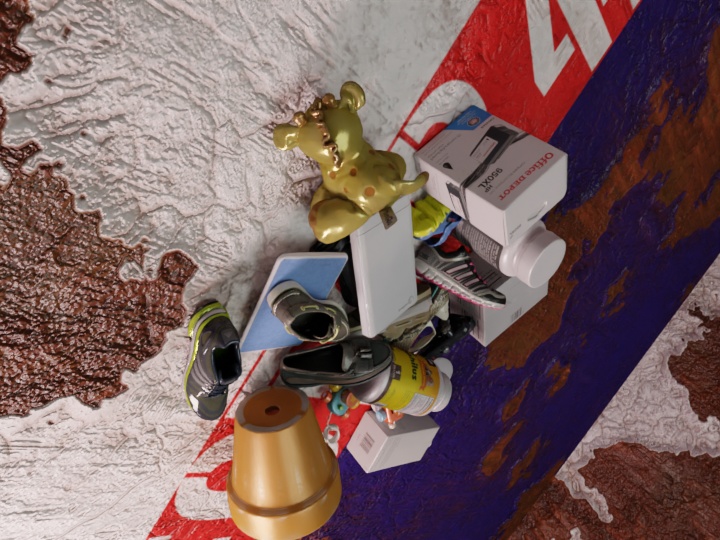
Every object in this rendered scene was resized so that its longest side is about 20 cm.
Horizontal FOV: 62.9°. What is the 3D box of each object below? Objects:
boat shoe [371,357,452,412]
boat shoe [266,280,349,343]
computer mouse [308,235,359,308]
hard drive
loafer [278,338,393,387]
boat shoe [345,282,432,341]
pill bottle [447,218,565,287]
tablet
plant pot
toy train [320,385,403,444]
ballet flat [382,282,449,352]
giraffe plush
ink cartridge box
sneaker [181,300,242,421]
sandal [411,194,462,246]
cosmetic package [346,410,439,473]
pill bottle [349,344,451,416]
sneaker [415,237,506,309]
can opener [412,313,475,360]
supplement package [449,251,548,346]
[{"bbox_3d":[0.110,0.250,1.276,0.198,0.065,0.073,-34,104,-17],"label":"boat shoe"},{"bbox_3d":[-0.069,0.080,0.905,0.072,0.061,0.201,-41,147,8],"label":"boat shoe"},{"bbox_3d":[0.000,0.000,0.969,0.138,0.053,0.202,-40,141,-15],"label":"computer mouse"},{"bbox_3d":[0.041,-0.010,0.951,0.131,0.026,0.204,-34,129,-39],"label":"hard drive"},{"bbox_3d":[-0.040,0.153,0.980,0.195,0.073,0.063,-10,151,-3],"label":"loafer"},{"bbox_3d":[0.050,0.091,1.060,0.196,0.074,0.070,-21,113,-23],"label":"boat shoe"},{"bbox_3d":[0.261,-0.063,1.062,0.112,0.200,0.116,-26,137,-27],"label":"pill bottle"},{"bbox_3d":[-0.107,0.050,0.902,0.128,0.014,0.202,-3,134,-41],"label":"tablet"},{"bbox_3d":[-0.135,0.305,0.988,0.197,0.198,0.188,-20,119,-32],"label":"plant pot"},{"bbox_3d":[0.016,0.260,1.148,0.196,0.055,0.155,-13,98,-36],"label":"toy train"},{"bbox_3d":[0.126,0.095,1.157,0.075,0.068,0.201,38,94,-12],"label":"ballet flat"},{"bbox_3d":[-0.026,-0.146,0.758,0.172,0.200,0.164,-39,113,-8],"label":"giraffe plush"},{"bbox_3d":[0.204,-0.154,0.928,0.144,0.199,0.085,-40,142,-12],"label":"ink cartridge box"},{"bbox_3d":[-0.211,0.149,0.852,0.073,0.081,0.204,-17,132,-34],"label":"sneaker"},{"bbox_3d":[0.160,-0.114,1.027,0.198,0.080,0.088,-36,145,-5],"label":"sandal"},{"bbox_3d":[0.077,0.378,1.335,0.198,0.085,0.109,9,115,-49],"label":"cosmetic package"},{"bbox_3d":[0.079,0.206,1.098,0.197,0.109,0.111,23,105,-37],"label":"pill bottle"},{"bbox_3d":[0.190,0.003,1.086,0.089,0.196,0.074,-64,-178,-1],"label":"sneaker"},{"bbox_3d":[0.148,0.159,1.204,0.199,0.064,0.078,-41,121,18],"label":"can opener"},{"bbox_3d":[0.292,0.026,1.242,0.198,0.111,0.158,-34,139,-19],"label":"supplement package"}]
